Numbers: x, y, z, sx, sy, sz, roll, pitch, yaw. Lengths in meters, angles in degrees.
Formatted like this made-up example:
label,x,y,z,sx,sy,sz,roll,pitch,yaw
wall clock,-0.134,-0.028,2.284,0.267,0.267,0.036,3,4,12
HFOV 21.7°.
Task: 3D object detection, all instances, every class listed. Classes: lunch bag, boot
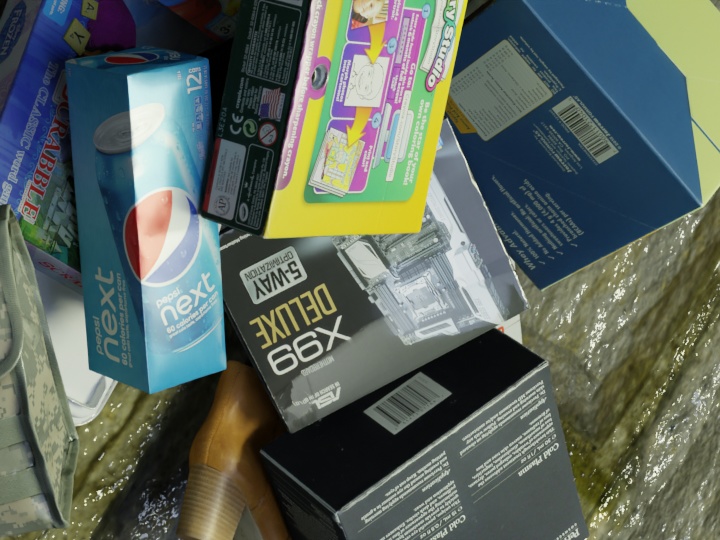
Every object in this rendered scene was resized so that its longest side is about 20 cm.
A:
label,x,y,z,sx,sy,sz,roll,pitch,yaw
lunch bag,-0.268,0.063,1.124,0.163,0.118,0.201,-10,118,1
boot,-0.064,0.157,1.423,0.201,0.070,0.145,44,60,-56

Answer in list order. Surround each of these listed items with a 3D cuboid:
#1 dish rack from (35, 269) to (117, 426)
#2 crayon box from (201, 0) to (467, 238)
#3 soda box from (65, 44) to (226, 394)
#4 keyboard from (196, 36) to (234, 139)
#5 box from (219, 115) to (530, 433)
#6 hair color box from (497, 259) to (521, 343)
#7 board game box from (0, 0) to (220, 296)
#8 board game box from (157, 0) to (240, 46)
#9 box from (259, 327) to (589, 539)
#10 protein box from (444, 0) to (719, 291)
label,x,y,z,sx,sy,sz,roll,pitch,yaw
dish rack,-0.211,0.011,1.250,0.200,0.043,0.172,33,84,-43
crayon box,-0.009,-0.125,1.175,0.172,0.058,0.201,-4,109,-56
soda box,-0.131,-0.032,1.157,0.064,0.068,0.201,-18,113,-39
keyboard,-0.068,-0.111,1.239,0.199,0.040,0.105,-28,116,-19
box,0.000,0.000,1.337,0.199,0.050,0.158,-27,109,-5
hair color box,0.064,0.021,1.475,0.111,0.064,0.201,-27,121,-34
board game box,-0.161,-0.087,1.219,0.199,0.041,0.201,33,66,-44
board game box,-0.125,-0.247,1.159,0.103,0.105,0.200,-37,139,22
box,0.051,0.166,1.389,0.199,0.104,0.183,-33,128,-21
protein box,0.154,-0.124,1.352,0.199,0.200,0.135,48,57,-7
